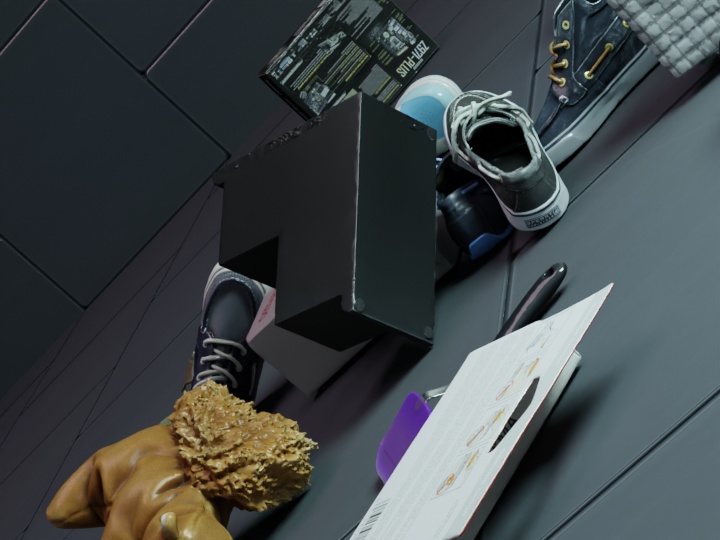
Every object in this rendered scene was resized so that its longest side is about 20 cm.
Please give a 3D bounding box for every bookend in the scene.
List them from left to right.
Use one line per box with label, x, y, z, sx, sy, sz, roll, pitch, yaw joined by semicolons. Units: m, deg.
bookend;-0.035;-0.015;1.572;0.198;0.092;0.201;-25;53;42

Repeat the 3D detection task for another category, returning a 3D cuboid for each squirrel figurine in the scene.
squirrel figurine;-0.132;0.183;1.471;0.200;0.141;0.187;-51;17;-4

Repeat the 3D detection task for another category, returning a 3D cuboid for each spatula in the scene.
spatula;0.077;0.069;1.318;0.200;0.021;0.057;-46;23;1

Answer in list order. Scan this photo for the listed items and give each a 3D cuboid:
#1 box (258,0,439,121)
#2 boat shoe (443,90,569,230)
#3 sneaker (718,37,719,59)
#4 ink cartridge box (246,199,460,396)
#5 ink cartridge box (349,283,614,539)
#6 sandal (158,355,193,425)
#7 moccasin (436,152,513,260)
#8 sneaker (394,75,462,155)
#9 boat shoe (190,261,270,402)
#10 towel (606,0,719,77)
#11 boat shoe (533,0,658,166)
box;-0.018;-0.295;2.627;0.200;0.164;0.086;-50;10;-4
boat shoe;0.107;-0.107;1.519;0.073;0.068;0.200;-28;34;6
sneaker;0.276;-0.152;1.216;0.080;0.075;0.200;-56;-1;22
ink cartridge box;0.000;0.000;1.710;0.200;0.084;0.146;-43;12;26
ink cartridge box;0.076;0.112;1.121;0.200;0.044;0.173;-54;13;-31
sandal;-0.154;0.101;2.048;0.201;0.057;0.080;-48;10;1
moccasin;0.100;-0.080;1.619;0.080;0.068;0.200;-39;15;11
sneaker;0.036;-0.115;2.003;0.200;0.079;0.131;-51;3;47
boat shoe;-0.129;0.089;1.807;0.093;0.074;0.201;-71;-12;-52
towel;0.261;-0.259;1.364;0.200;0.166;0.086;-40;10;34
boat shoe;0.182;-0.174;1.576;0.200;0.091;0.071;-47;10;8
